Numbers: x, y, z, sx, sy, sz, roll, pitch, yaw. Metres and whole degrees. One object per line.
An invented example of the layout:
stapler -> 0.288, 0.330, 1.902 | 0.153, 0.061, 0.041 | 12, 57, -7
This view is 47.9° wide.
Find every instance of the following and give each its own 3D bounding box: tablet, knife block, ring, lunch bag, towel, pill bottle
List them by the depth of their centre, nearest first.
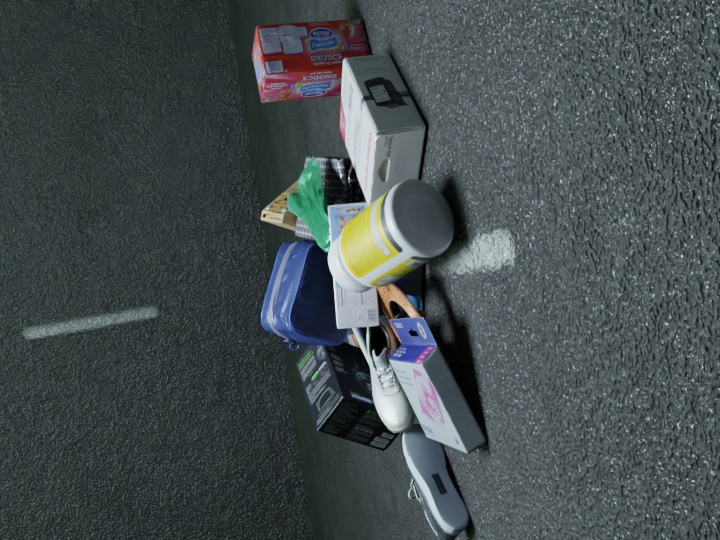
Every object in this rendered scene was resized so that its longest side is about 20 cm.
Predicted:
pill bottle -> 0.038, -0.043, 1.189 | 0.199, 0.113, 0.116 | -33, 66, 53
ring -> 0.087, 0.101, 1.283 | 0.202, 0.019, 0.201 | 56, 167, 20
lunch bag -> -0.097, 0.050, 1.506 | 0.131, 0.135, 0.203 | 1, 72, 56
tablet -> 0.033, 0.176, 1.509 | 0.203, 0.013, 0.130 | 65, -172, 0
towel -> -0.053, -0.133, 1.529 | 0.199, 0.084, 0.169 | 13, 94, 61
knife block -> -0.100, -0.096, 1.685 | 0.063, 0.200, 0.178 | 9, 131, 38

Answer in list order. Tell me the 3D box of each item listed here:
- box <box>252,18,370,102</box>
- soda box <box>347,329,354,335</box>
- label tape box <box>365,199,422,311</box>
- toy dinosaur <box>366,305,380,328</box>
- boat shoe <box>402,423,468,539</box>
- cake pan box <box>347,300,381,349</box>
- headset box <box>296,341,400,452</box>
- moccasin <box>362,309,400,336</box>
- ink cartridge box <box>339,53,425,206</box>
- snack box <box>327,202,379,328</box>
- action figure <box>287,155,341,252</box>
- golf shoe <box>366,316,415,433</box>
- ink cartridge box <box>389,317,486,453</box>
box -> -0.086, -0.372, 1.438 | 0.096, 0.196, 0.101 | 123, 136, -68
soda box -> -0.052, 0.040, 1.651 | 0.064, 0.067, 0.202 | 96, 160, -45
label tape box -> 0.055, -0.035, 1.359 | 0.145, 0.062, 0.203 | -120, 25, -58
toy dinosaur -> 0.000, 0.000, 1.432 | 0.088, 0.047, 0.203 | 43, 150, 57
boat shoe -> 0.116, 0.353, 1.344 | 0.201, 0.073, 0.069 | 60, 143, 35
cake pan box -> -0.002, 0.077, 1.715 | 0.185, 0.051, 0.203 | 108, 151, -58
headset box -> -0.018, 0.234, 1.592 | 0.093, 0.173, 0.201 | -52, 34, 20
moccasin -> 0.051, 0.118, 1.475 | 0.204, 0.077, 0.074 | 69, -171, 28
ink cartridge box -> 0.030, -0.225, 1.289 | 0.146, 0.083, 0.202 | 95, 162, -47
snack box -> -0.011, -0.008, 1.334 | 0.024, 0.070, 0.204 | -30, -65, -87
action figure -> -0.065, -0.097, 1.421 | 0.119, 0.054, 0.201 | -65, 36, 30
golf shoe -> 0.040, 0.174, 1.375 | 0.097, 0.077, 0.203 | 38, -143, -65
ink cartridge box -> 0.100, 0.171, 1.237 | 0.202, 0.043, 0.196 | 62, 167, -1
